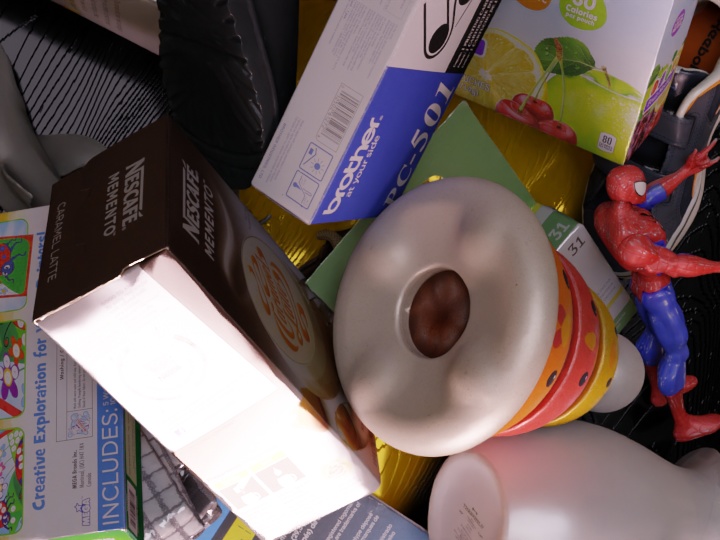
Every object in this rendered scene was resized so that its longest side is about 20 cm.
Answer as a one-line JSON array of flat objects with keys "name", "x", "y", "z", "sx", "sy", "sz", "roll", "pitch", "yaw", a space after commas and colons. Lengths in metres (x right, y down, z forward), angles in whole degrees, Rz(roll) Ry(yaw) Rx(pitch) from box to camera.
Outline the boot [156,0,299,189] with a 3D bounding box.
[{"name": "boot", "x": -0.034, "y": -0.161, "z": 0.746, "sx": 0.162, "sy": 0.073, "sz": 0.199, "roll": -37, "pitch": 130, "yaw": -38}]

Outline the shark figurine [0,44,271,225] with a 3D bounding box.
[{"name": "shark figurine", "x": -0.173, "y": -0.042, "z": 0.849, "sx": 0.214, "sy": 0.089, "sz": 0.128, "roll": 31, "pitch": 85, "yaw": -4}]

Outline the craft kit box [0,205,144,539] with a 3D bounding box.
[{"name": "craft kit box", "x": -0.220, "y": 0.066, "z": 0.770, "sx": 0.197, "sy": 0.049, "sz": 0.201, "roll": -7, "pitch": 62, "yaw": 3}]

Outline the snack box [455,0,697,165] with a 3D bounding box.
[{"name": "snack box", "x": 0.107, "y": -0.182, "z": 0.785, "sx": 0.168, "sy": 0.200, "sz": 0.068, "roll": 25, "pitch": 41, "yaw": 18}]

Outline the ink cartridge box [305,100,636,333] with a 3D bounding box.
[{"name": "ink cartridge box", "x": 0.074, "y": 0.017, "z": 0.844, "sx": 0.146, "sy": 0.048, "sz": 0.200, "roll": -49, "pitch": 135, "yaw": -8}]

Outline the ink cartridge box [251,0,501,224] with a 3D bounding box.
[{"name": "ink cartridge box", "x": 0.024, "y": -0.121, "z": 0.719, "sx": 0.044, "sy": 0.094, "sz": 0.200, "roll": 35, "pitch": 110, "yaw": 21}]

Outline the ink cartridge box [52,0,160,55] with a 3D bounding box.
[{"name": "ink cartridge box", "x": -0.157, "y": -0.202, "z": 0.826, "sx": 0.199, "sy": 0.148, "sz": 0.086, "roll": 25, "pitch": 85, "yaw": -8}]

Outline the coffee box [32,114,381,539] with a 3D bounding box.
[{"name": "coffee box", "x": -0.075, "y": 0.035, "z": 0.742, "sx": 0.080, "sy": 0.115, "sz": 0.200, "roll": -28, "pitch": 128, "yaw": 15}]

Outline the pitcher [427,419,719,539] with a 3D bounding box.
[{"name": "pitcher", "x": 0.155, "y": 0.161, "z": 0.817, "sx": 0.199, "sy": 0.172, "sz": 0.122, "roll": 8, "pitch": 108, "yaw": -29}]

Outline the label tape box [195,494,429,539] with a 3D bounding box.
[{"name": "label tape box", "x": -0.043, "y": 0.191, "z": 0.867, "sx": 0.200, "sy": 0.063, "sz": 0.144, "roll": 35, "pitch": 83, "yaw": -4}]

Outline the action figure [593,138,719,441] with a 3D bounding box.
[{"name": "action figure", "x": 0.203, "y": 0.005, "z": 0.860, "sx": 0.099, "sy": 0.065, "sz": 0.200, "roll": -27, "pitch": 126, "yaw": 1}]

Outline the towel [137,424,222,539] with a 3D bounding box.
[{"name": "towel", "x": -0.192, "y": 0.117, "z": 0.811, "sx": 0.165, "sy": 0.086, "sz": 0.200, "roll": -35, "pitch": 63, "yaw": -8}]

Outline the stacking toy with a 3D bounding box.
[{"name": "stacking toy", "x": 0.096, "y": 0.039, "z": 0.783, "sx": 0.200, "sy": 0.146, "sz": 0.147, "roll": 16, "pitch": 84, "yaw": -45}]

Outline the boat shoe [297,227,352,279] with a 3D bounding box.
[{"name": "boat shoe", "x": 0.003, "y": 0.003, "z": 0.864, "sx": 0.202, "sy": 0.075, "sz": 0.075, "roll": -42, "pitch": 135, "yaw": -8}]

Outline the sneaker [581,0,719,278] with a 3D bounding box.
[{"name": "sneaker", "x": 0.185, "y": -0.092, "z": 0.882, "sx": 0.078, "sy": 0.079, "sz": 0.201, "roll": 28, "pitch": 101, "yaw": 32}]
